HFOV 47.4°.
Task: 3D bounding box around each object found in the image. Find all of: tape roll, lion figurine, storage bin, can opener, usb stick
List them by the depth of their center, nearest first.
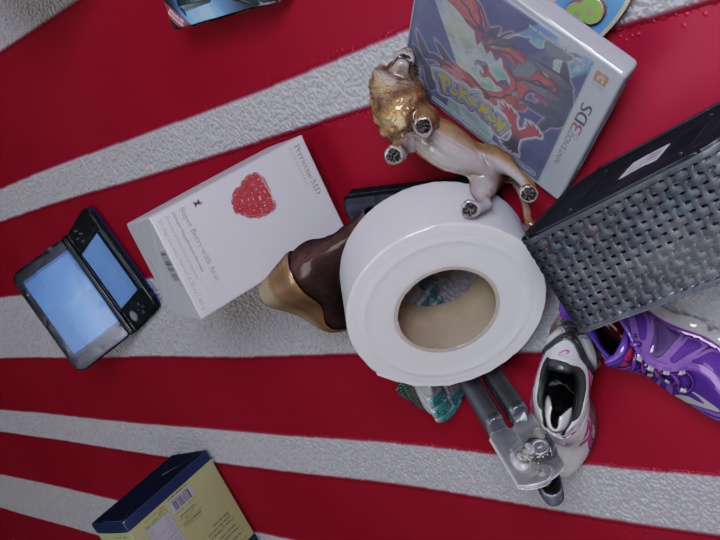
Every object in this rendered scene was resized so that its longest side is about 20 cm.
[{"bbox_3d":[0.242,-0.047,0.645,0.095,0.135,0.199,55,138,-4],"label":"storage bin"},{"bbox_3d":[0.084,-0.113,0.749,0.199,0.123,0.073,39,114,-10],"label":"lion figurine"},{"bbox_3d":[0.078,0.018,0.803,0.197,0.072,0.206,-5,129,-6],"label":"tape roll"},{"bbox_3d":[0.153,0.163,0.858,0.201,0.052,0.068,-118,6,-57],"label":"can opener"},{"bbox_3d":[0.063,-0.068,0.872,0.197,0.033,0.056,-1,120,42],"label":"usb stick"}]

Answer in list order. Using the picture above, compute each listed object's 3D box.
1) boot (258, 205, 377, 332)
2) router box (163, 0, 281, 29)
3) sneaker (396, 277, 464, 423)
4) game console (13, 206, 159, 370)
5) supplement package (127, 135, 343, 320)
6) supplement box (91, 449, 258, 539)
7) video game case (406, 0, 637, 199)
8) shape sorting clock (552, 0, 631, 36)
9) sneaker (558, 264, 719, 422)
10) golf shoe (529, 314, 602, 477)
[{"bbox_3d":[0.000,0.000,0.903,0.165,0.198,0.074,-32,68,26],"label":"boot"},{"bbox_3d":[-0.164,-0.368,0.854,0.147,0.062,0.204,1,117,40],"label":"router box"},{"bbox_3d":[0.053,0.085,0.952,0.090,0.077,0.204,12,127,45],"label":"sneaker"},{"bbox_3d":[-0.449,0.032,1.339,0.202,0.118,0.170,53,138,-1],"label":"game console"},{"bbox_3d":[-0.140,-0.049,0.925,0.119,0.198,0.123,-3,117,62],"label":"supplement package"},{"bbox_3d":[-0.324,0.466,1.453,0.133,0.199,0.203,-19,104,47],"label":"supplement box"},{"bbox_3d":[0.123,-0.172,0.708,0.199,0.023,0.183,41,159,15],"label":"video game case"},{"bbox_3d":[0.135,-0.269,0.668,0.197,0.039,0.204,23,131,30],"label":"shape sorting clock"},{"bbox_3d":[0.264,0.078,0.751,0.198,0.083,0.082,37,136,16],"label":"sneaker"},{"bbox_3d":[0.203,0.143,0.843,0.071,0.092,0.204,14,127,28],"label":"golf shoe"}]
